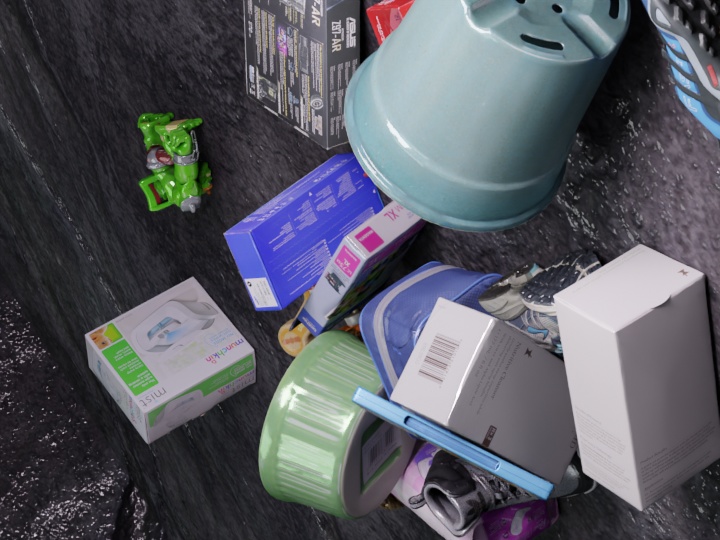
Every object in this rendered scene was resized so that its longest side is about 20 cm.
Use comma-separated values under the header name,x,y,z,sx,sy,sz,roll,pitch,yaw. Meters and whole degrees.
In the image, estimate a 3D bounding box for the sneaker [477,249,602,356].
name,x,y,z,sx,sy,sz,roll,pitch,yaw
sneaker,0.190,0.036,1.465,0.086,0.078,0.200,52,166,-10

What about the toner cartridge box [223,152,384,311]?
name,x,y,z,sx,sy,sz,roll,pitch,yaw
toner cartridge box,-0.054,-0.045,1.687,0.043,0.200,0.095,-2,116,42

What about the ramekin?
name,x,y,z,sx,sy,sz,roll,pitch,yaw
ramekin,-0.015,0.174,1.706,0.098,0.200,0.200,20,139,27

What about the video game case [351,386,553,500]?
name,x,y,z,sx,sy,sz,roll,pitch,yaw
video game case,0.088,0.165,1.484,0.200,0.018,0.143,27,174,7

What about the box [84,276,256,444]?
name,x,y,z,sx,sy,sz,roll,pitch,yaw
box,-0.290,0.138,2.392,0.176,0.200,0.097,48,154,29

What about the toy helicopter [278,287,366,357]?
name,x,y,z,sx,sy,sz,roll,pitch,yaw
toy helicopter,-0.039,0.040,1.864,0.132,0.079,0.200,41,132,9

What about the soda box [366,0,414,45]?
name,x,y,z,sx,sy,sz,roll,pitch,yaw
soda box,0.080,-0.163,1.440,0.063,0.070,0.200,13,129,62

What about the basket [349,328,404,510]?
name,x,y,z,sx,sy,sz,roll,pitch,yaw
basket,0.004,0.184,1.909,0.149,0.143,0.200,6,122,62

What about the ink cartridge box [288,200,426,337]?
name,x,y,z,sx,sy,sz,roll,pitch,yaw
ink cartridge box,0.000,0.000,1.686,0.042,0.119,0.200,47,143,8

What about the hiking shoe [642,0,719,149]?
name,x,y,z,sx,sy,sz,roll,pitch,yaw
hiking shoe,0.236,-0.162,1.112,0.200,0.074,0.087,59,156,3

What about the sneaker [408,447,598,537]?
name,x,y,z,sx,sy,sz,roll,pitch,yaw
sneaker,0.148,0.229,1.629,0.200,0.114,0.076,-3,114,34

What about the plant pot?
name,x,y,z,sx,sy,sz,roll,pitch,yaw
plant pot,0.109,-0.167,1.246,0.200,0.200,0.196,53,148,17

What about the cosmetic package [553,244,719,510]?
name,x,y,z,sx,sy,sz,roll,pitch,yaw
cosmetic package,0.244,0.093,1.354,0.085,0.108,0.200,32,142,50

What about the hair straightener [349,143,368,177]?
name,x,y,z,sx,sy,sz,roll,pitch,yaw
hair straightener,0.030,-0.149,1.591,0.077,0.041,0.200,62,163,-2

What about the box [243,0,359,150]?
name,x,y,z,sx,sy,sz,roll,pitch,yaw
box,-0.063,-0.248,1.628,0.160,0.043,0.200,36,137,44

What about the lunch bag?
name,x,y,z,sx,sy,sz,roll,pitch,yaw
lunch bag,0.098,0.096,1.623,0.132,0.136,0.200,17,134,59

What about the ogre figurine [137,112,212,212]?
name,x,y,z,sx,sy,sz,roll,pitch,yaw
ogre figurine,-0.259,-0.148,2.130,0.200,0.098,0.120,10,115,47

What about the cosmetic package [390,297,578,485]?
name,x,y,z,sx,sy,sz,roll,pitch,yaw
cosmetic package,0.133,0.117,1.480,0.081,0.113,0.200,21,174,47

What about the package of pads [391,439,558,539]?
name,x,y,z,sx,sy,sz,roll,pitch,yaw
package of pads,0.117,0.242,1.773,0.200,0.120,0.076,35,148,47
